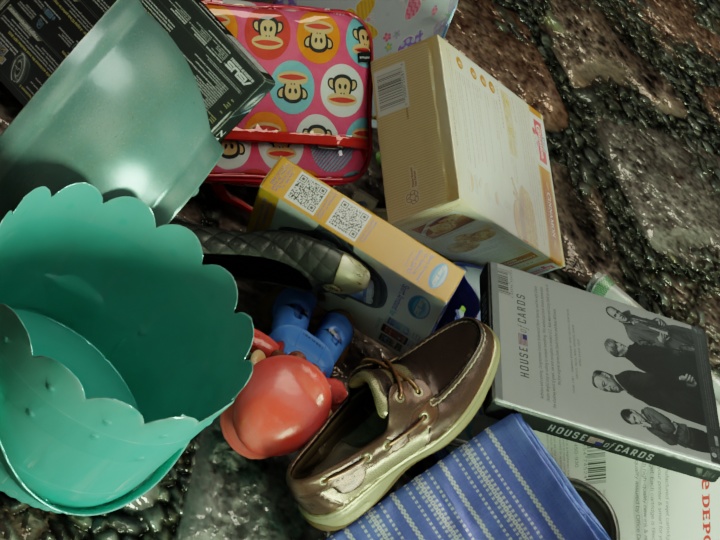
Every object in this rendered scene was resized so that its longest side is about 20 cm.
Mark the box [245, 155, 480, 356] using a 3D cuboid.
[{"bbox_3d":[0.000,0.000,1.535,0.199,0.119,0.042,34,61,6],"label":"box"}]

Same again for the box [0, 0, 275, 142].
[{"bbox_3d":[-0.191,-0.166,1.513,0.200,0.160,0.044,46,8,5],"label":"box"}]

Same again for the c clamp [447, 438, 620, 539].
[{"bbox_3d":[0.106,0.223,1.405,0.169,0.027,0.202,5,73,2],"label":"c clamp"}]

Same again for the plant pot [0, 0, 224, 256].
[{"bbox_3d":[-0.187,-0.087,1.404,0.134,0.200,0.201,41,34,-9],"label":"plant pot"}]

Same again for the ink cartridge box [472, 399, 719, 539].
[{"bbox_3d":[0.194,0.182,1.518,0.198,0.083,0.149,-1,89,-32],"label":"ink cartridge box"}]

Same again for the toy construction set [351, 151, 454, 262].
[{"bbox_3d":[0.047,-0.064,1.710,0.132,0.091,0.200,62,39,-16],"label":"toy construction set"}]

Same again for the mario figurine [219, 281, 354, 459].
[{"bbox_3d":[-0.067,0.088,1.469,0.122,0.107,0.200,5,24,8],"label":"mario figurine"}]

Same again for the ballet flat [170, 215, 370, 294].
[{"bbox_3d":[-0.091,-0.002,1.489,0.198,0.067,0.057,8,62,2],"label":"ballet flat"}]

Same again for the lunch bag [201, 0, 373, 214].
[{"bbox_3d":[-0.087,-0.136,1.603,0.198,0.082,0.178,1,91,-28],"label":"lunch bag"}]

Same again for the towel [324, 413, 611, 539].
[{"bbox_3d":[0.075,0.213,1.378,0.145,0.199,0.024,55,-7,13],"label":"towel"}]

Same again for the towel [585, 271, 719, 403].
[{"bbox_3d":[0.286,0.086,1.752,0.200,0.031,0.149,44,-1,13],"label":"towel"}]

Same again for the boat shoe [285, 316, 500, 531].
[{"bbox_3d":[0.022,0.100,1.395,0.072,0.200,0.072,38,-15,43],"label":"boat shoe"}]

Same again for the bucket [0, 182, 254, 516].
[{"bbox_3d":[-0.188,0.058,1.298,0.206,0.135,0.208,26,38,-22],"label":"bucket"}]

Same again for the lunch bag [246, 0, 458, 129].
[{"bbox_3d":[-0.014,-0.231,1.746,0.198,0.171,0.127,15,17,-32],"label":"lunch bag"}]

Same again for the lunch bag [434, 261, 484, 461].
[{"bbox_3d":[0.122,0.096,1.625,0.160,0.082,0.201,19,42,-33],"label":"lunch bag"}]

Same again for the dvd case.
[{"bbox_3d":[0.187,0.078,1.485,0.198,0.025,0.151,17,42,-14],"label":"dvd case"}]

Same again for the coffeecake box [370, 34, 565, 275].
[{"bbox_3d":[0.095,-0.090,1.649,0.199,0.072,0.155,28,50,-54],"label":"coffeecake box"}]
